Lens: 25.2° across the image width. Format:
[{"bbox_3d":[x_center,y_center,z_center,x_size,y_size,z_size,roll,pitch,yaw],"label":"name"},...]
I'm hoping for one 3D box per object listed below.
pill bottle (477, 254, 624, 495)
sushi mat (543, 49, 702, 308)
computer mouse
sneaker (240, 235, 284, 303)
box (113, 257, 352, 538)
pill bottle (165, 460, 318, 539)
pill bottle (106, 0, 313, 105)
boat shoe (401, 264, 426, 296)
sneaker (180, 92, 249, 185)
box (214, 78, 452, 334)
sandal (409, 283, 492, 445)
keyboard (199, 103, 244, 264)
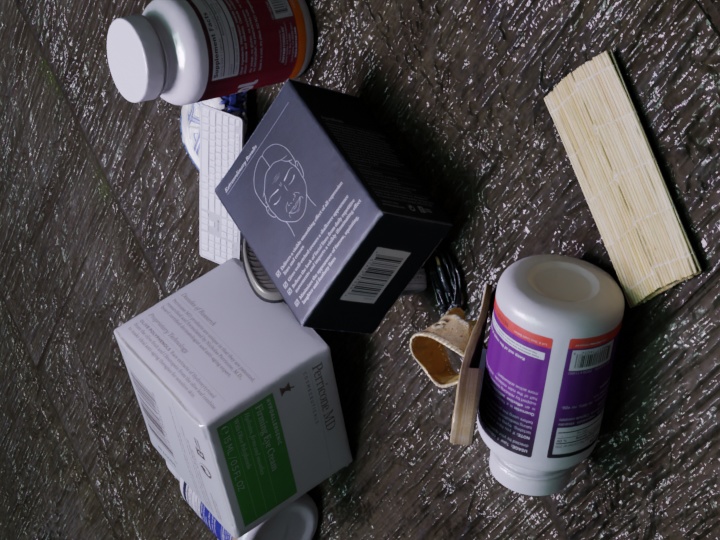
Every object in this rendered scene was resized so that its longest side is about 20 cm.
[{"bbox_3d":[0.163,0.095,1.420,0.112,0.111,0.202,38,134,41],"label":"pill bottle"},{"bbox_3d":[0.218,-0.076,1.351,0.096,0.012,0.202,-33,76,58],"label":"sushi mat"},{"bbox_3d":[0.105,0.072,1.569,0.059,0.034,0.202,-42,68,55],"label":"computer mouse"},{"bbox_3d":[-0.094,-0.015,1.760,0.201,0.074,0.107,-96,9,-47],"label":"sneaker"},{"bbox_3d":[-0.139,0.141,1.798,0.200,0.170,0.201,40,152,39],"label":"box"},{"bbox_3d":[-0.149,0.266,1.962,0.200,0.115,0.117,41,135,41],"label":"pill bottle"},{"bbox_3d":[-0.156,-0.235,1.666,0.113,0.198,0.114,29,128,47],"label":"pill bottle"},{"bbox_3d":[0.000,0.000,1.676,0.199,0.071,0.063,-10,79,49],"label":"boat shoe"},{"bbox_3d":[-0.160,-0.189,1.810,0.088,0.075,0.202,-20,90,53],"label":"sneaker"},{"bbox_3d":[-0.030,-0.062,1.586,0.149,0.106,0.201,-53,53,26],"label":"box"},{"bbox_3d":[0.078,0.074,1.461,0.213,0.069,0.078,-77,-6,-56],"label":"sandal"},{"bbox_3d":[-0.157,-0.091,1.809,0.056,0.011,0.202,18,127,18],"label":"keyboard"}]
